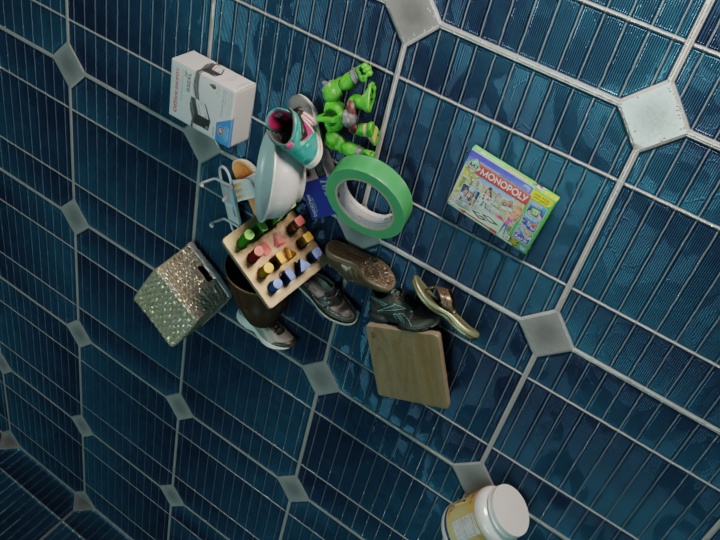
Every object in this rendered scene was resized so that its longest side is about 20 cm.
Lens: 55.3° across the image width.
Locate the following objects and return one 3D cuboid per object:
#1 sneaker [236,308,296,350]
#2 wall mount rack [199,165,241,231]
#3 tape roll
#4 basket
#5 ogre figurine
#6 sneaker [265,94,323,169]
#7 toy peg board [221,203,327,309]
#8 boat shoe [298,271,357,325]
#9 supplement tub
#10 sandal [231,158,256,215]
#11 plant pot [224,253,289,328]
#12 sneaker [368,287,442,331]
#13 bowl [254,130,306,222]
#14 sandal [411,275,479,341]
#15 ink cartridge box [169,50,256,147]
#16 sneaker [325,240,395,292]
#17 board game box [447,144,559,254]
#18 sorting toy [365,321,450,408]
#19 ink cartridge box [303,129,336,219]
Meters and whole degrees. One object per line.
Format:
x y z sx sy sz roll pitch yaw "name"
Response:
-0.259 0.147 1.895 0.198 0.074 0.081 34 124 14 "sneaker"
-0.344 -0.155 1.756 0.172 0.073 0.205 28 134 49 "wall mount rack"
0.018 -0.159 1.506 0.196 0.049 0.203 23 146 16 "tape roll"
-0.508 0.071 1.955 0.200 0.161 0.199 51 133 -2 "basket"
-0.025 -0.330 1.456 0.116 0.099 0.204 6 132 19 "ogre figurine"
-0.152 -0.321 1.474 0.083 0.120 0.204 -33 53 24 "sneaker"
-0.191 -0.054 1.637 0.201 0.199 0.097 54 154 -4 "toy peg board"
-0.084 0.056 1.720 0.199 0.074 0.067 44 150 18 "boat shoe"
0.311 0.628 1.721 0.145 0.144 0.200 48 131 1 "supplement tub"
-0.272 -0.178 1.730 0.078 0.059 0.211 -15 105 39 "sandal"
-0.257 0.052 1.785 0.184 0.187 0.203 28 141 17 "plant pot"
0.099 0.088 1.614 0.195 0.075 0.082 8 115 32 "sneaker"
-0.176 -0.207 1.546 0.088 0.204 0.204 5 130 -19 "bowl"
0.197 0.076 1.554 0.200 0.080 0.058 40 105 6 "sandal"
-0.358 -0.410 1.645 0.197 0.084 0.148 30 129 17 "ink cartridge box"
0.000 0.000 1.653 0.198 0.070 0.076 34 148 19 "sneaker"
0.285 -0.143 1.392 0.198 0.029 0.137 34 130 14 "board game box"
0.126 0.215 1.668 0.194 0.069 0.205 6 119 31 "sorting toy"
-0.104 -0.228 1.600 0.092 0.044 0.205 -8 110 38 "ink cartridge box"
